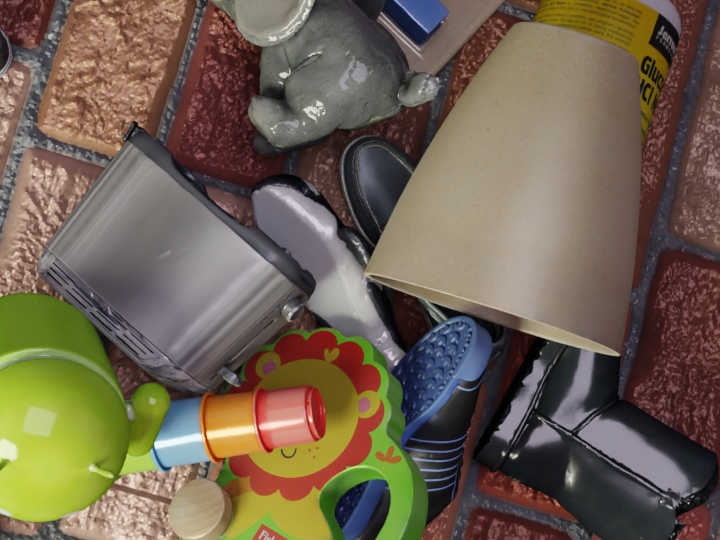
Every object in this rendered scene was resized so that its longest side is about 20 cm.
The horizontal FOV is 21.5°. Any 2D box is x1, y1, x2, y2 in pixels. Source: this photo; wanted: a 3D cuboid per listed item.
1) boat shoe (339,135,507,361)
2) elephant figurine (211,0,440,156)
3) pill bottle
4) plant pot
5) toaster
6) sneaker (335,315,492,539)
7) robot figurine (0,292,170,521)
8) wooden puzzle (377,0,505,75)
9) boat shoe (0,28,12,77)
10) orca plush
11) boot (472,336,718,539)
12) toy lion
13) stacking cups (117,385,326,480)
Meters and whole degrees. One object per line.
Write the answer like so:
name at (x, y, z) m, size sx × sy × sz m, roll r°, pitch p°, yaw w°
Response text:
boat shoe at (0.053, -0.019, 1.440) m, size 0.073 × 0.062 × 0.200 m, roll -29°, pitch 89°, yaw -14°
elephant figurine at (-0.050, -0.195, 1.400) m, size 0.155 × 0.142 × 0.201 m, roll -17°, pitch 91°, yaw -6°
pill bottle at (0.180, -0.159, 1.460) m, size 0.112 × 0.112 × 0.201 m, roll 22°, pitch 79°, yaw -8°
plant pot at (0.122, -0.063, 1.320) m, size 0.187 × 0.187 × 0.201 m, roll 19°, pitch 87°, yaw -9°
toaster at (-0.140, -0.005, 1.358) m, size 0.200 × 0.114 × 0.129 m, roll 41°, pitch 87°, yaw 14°
sneaker at (0.047, 0.128, 1.397) m, size 0.078 × 0.070 × 0.200 m, roll 28°, pitch 102°, yaw -32°
robot figurine at (-0.218, 0.089, 1.260) m, size 0.175 × 0.200 × 0.116 m, roll 1°, pitch 112°, yaw -18°
wooden puzzle at (0.030, -0.257, 1.477) m, size 0.185 × 0.046 × 0.200 m, roll 44°, pitch 76°, yaw -3°
boat shoe at (-0.343, -0.205, 1.381) m, size 0.200 × 0.066 × 0.070 m, roll 37°, pitch 77°, yaw -5°
orca plush at (0.000, 0.000, 1.424) m, size 0.200 × 0.105 × 0.071 m, roll 43°, pitch 45°, yaw 0°
boot at (0.202, 0.105, 1.445) m, size 0.168 × 0.076 × 0.201 m, roll 30°, pitch 84°, yaw -3°
toy lion at (-0.031, 0.140, 1.355) m, size 0.200 × 0.069 × 0.192 m, roll 27°, pitch 79°, yaw 36°
stacking cups at (-0.124, 0.111, 1.348) m, size 0.199 × 0.060 × 0.061 m, roll -11°, pitch 84°, yaw 11°
